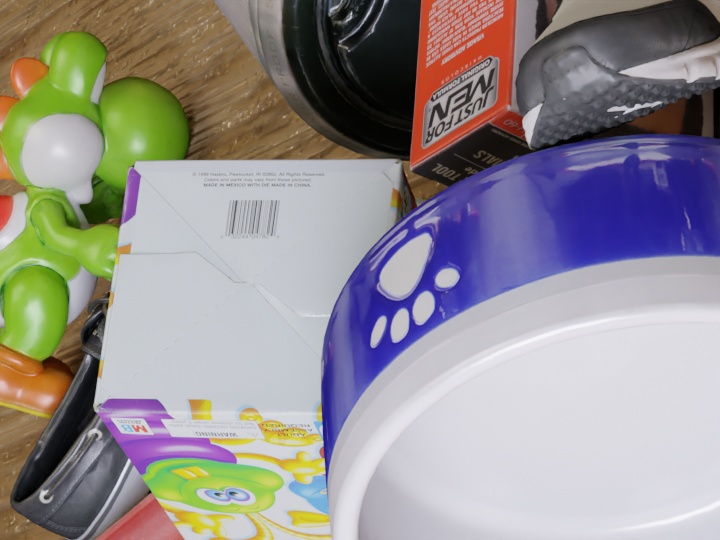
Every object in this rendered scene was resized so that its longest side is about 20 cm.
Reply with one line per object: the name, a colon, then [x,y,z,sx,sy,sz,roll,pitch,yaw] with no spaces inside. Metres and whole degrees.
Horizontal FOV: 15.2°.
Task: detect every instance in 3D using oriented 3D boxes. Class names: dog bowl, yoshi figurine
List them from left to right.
yoshi figurine: [-0.144,-0.024,1.434,0.112,0.112,0.200,13,93,30]
dog bowl: [0.087,0.052,0.878,0.200,0.200,0.079,-46,34,33]

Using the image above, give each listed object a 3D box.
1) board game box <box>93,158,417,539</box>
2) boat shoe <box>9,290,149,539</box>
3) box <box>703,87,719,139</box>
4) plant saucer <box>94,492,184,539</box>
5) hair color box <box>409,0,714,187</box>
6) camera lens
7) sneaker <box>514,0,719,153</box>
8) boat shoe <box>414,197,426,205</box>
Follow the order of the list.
board game box: [-0.020,0.050,1.040,0.105,0.200,0.103,0,63,13]
boat shoe: [-0.115,0.043,1.356,0.069,0.057,0.200,22,90,61]
box: [0.125,-0.046,1.036,0.159,0.046,0.200,32,98,60]
plant saucer: [-0.077,0.186,1.220,0.200,0.037,0.200,-40,40,39]
hair color box: [0.078,-0.116,1.011,0.061,0.101,0.200,-29,48,46]
camera lens: [0.009,-0.152,1.183,0.160,0.160,0.200,-58,30,15]
sneaker: [0.091,-0.094,0.892,0.074,0.080,0.200,-18,8,24]
boat shoe: [0.000,0.000,1.179,0.200,0.073,0.062,176,108,-69]
